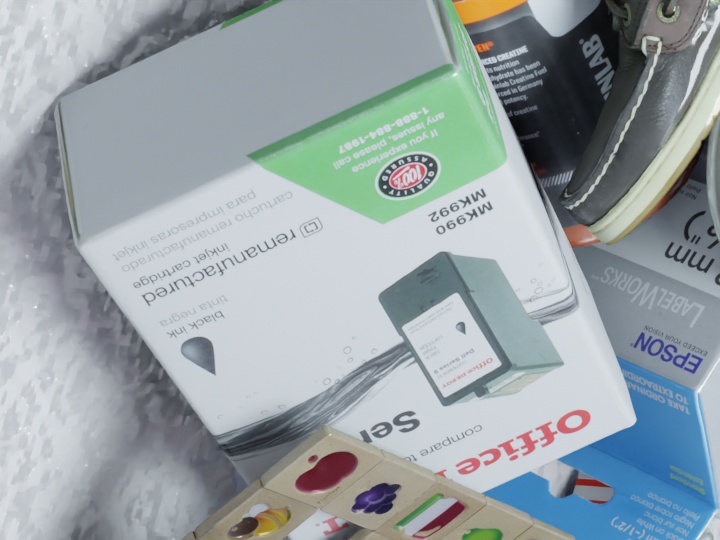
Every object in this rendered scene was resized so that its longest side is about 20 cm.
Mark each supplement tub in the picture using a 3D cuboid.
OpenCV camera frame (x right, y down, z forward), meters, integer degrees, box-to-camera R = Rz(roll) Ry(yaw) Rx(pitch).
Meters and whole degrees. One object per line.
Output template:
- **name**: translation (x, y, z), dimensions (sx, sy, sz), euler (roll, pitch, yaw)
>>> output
- **supplement tub**: translation (0.057, -0.107, 0.877), dimensions (0.107, 0.107, 0.200), euler (-49, 136, -18)

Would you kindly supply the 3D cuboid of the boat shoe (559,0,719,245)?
- **boat shoe**: translation (0.116, -0.109, 0.815), dimensions (0.066, 0.072, 0.201), euler (27, 100, -6)

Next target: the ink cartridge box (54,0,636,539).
- **ink cartridge box**: translation (0.000, 0.000, 0.839), dimensions (0.145, 0.084, 0.200), euler (-25, 133, 8)

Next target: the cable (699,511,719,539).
- **cable**: translation (0.202, 0.020, 1.013), dimensions (0.199, 0.200, 0.069), euler (-28, 132, 5)

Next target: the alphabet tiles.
- **alphabet tiles**: translation (-0.035, 0.140, 0.891), dimensions (0.200, 0.008, 0.167), euler (-39, 142, 20)

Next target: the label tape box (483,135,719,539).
- **label tape box**: translation (0.117, 0.012, 0.963), dimensions (0.200, 0.143, 0.066), euler (-55, 137, -12)

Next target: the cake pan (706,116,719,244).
- **cake pan**: translation (0.229, -0.052, 0.868), dimensions (0.199, 0.037, 0.201), euler (-9, 121, -16)

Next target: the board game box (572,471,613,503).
- **board game box**: translation (0.139, 0.210, 1.114), dimensions (0.200, 0.046, 0.152), euler (56, 45, -44)
